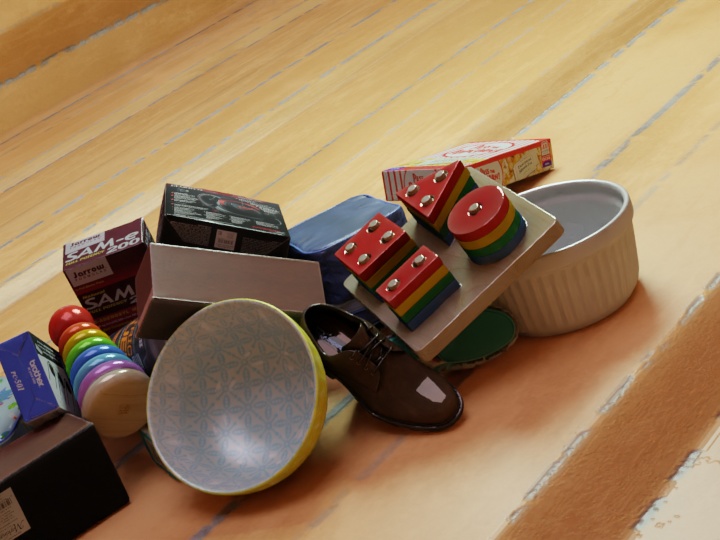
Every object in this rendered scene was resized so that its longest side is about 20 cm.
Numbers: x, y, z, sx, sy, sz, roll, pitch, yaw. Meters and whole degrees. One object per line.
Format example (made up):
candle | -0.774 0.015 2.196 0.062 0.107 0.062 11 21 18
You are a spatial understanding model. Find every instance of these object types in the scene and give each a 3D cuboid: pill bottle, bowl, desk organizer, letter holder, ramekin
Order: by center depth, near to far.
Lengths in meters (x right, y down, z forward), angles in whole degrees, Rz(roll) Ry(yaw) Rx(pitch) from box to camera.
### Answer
bowl | -0.110 0.139 1.377 0.199 0.201 0.108 -12 -20 22
letter holder | -0.374 0.243 1.412 0.199 0.101 0.142 -32 22 -27
desk organizer | -0.140 0.030 1.438 0.199 0.072 0.077 7 50 -22
ramekin | 0.214 -0.011 1.475 0.199 0.106 0.200 -18 22 7
pill bottle | -0.221 0.093 1.537 0.200 0.106 0.106 -29 8 48

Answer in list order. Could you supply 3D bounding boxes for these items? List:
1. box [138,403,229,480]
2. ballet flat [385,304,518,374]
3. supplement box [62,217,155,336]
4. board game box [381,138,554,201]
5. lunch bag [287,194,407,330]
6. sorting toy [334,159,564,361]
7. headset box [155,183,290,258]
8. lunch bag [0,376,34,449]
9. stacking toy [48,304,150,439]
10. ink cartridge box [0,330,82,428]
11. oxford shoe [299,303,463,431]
box | -0.143 0.152 1.483 0.199 0.049 0.082 -30 23 -21
ballet flat | 0.072 0.084 1.434 0.199 0.076 0.064 -16 -10 0
supplement box | -0.281 0.042 1.657 0.108 0.201 0.061 -20 36 3
board game box | 0.152 -0.141 1.864 0.151 0.047 0.199 2 17 44
lunch bag | 0.000 0.000 1.604 0.135 0.133 0.200 -27 17 -11
sorting toy | 0.081 -0.029 1.413 0.199 0.070 0.200 -43 31 -4
headset box | -0.168 -0.043 1.592 0.148 0.076 0.200 10 14 -11
lunch bag | -0.453 0.203 1.600 0.160 0.083 0.200 -17 22 8
stacking toy | -0.300 0.102 1.500 0.085 0.086 0.200 -26 39 -15
ink cartridge box | -0.355 0.137 1.523 0.044 0.094 0.200 -24 -12 -5
oxford shoe | 0.015 0.098 1.350 0.199 0.085 0.073 27 69 22
